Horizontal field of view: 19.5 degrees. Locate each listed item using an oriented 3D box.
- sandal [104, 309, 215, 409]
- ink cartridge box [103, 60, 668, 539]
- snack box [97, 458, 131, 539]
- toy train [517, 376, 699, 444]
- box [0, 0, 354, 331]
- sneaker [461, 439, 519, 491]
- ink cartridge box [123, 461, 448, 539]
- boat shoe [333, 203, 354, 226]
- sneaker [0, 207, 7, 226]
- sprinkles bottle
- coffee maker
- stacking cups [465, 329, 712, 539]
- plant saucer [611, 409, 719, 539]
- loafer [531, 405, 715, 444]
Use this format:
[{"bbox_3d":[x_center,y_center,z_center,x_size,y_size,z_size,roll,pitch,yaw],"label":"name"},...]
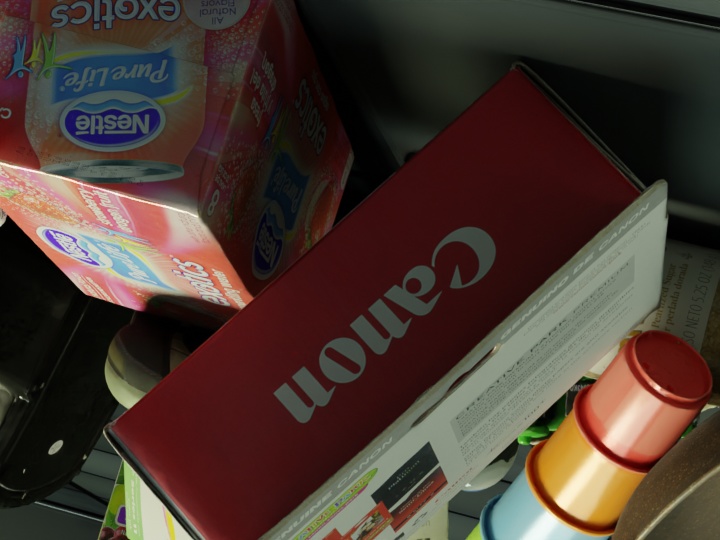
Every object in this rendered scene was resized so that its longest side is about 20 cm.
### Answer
[{"bbox_3d":[-0.074,0.051,0.919,0.079,0.058,0.201,14,-172,8],"label":"sandal"},{"bbox_3d":[0.014,0.029,0.761,0.084,0.200,0.176,46,173,16],"label":"ink cartridge box"},{"bbox_3d":[-0.094,0.095,1.181,0.067,0.201,0.169,17,166,-1],"label":"snack box"},{"bbox_3d":[0.066,0.059,0.972,0.199,0.042,0.056,2,175,27],"label":"toy train"},{"bbox_3d":[-0.074,-0.046,0.815,0.102,0.095,0.200,15,167,11],"label":"box"},{"bbox_3d":[0.030,0.076,1.097,0.075,0.077,0.200,-14,-159,-17],"label":"sneaker"},{"bbox_3d":[-0.032,0.110,0.996,0.117,0.068,0.200,-2,-176,-21],"label":"ink cartridge box"},{"bbox_3d":[0.000,0.000,0.990,0.056,0.069,0.200,-3,163,44],"label":"boat shoe"},{"bbox_3d":[-0.173,-0.082,0.766,0.067,0.108,0.201,12,165,22],"label":"sneaker"},{"bbox_3d":[0.102,0.013,0.892,0.199,0.069,0.068,14,166,13],"label":"sprinkles bottle"},{"bbox_3d":[-0.193,-0.015,0.997,0.199,0.192,0.135,31,164,16],"label":"coffee maker"},{"bbox_3d":[0.085,0.102,0.891,0.060,0.061,0.200,21,126,-17],"label":"stacking cups"},{"bbox_3d":[0.183,0.092,0.864,0.199,0.035,0.201,-18,146,-13],"label":"plant saucer"},{"bbox_3d":[0.131,0.056,1.030,0.075,0.069,0.200,22,166,-20],"label":"loafer"}]
